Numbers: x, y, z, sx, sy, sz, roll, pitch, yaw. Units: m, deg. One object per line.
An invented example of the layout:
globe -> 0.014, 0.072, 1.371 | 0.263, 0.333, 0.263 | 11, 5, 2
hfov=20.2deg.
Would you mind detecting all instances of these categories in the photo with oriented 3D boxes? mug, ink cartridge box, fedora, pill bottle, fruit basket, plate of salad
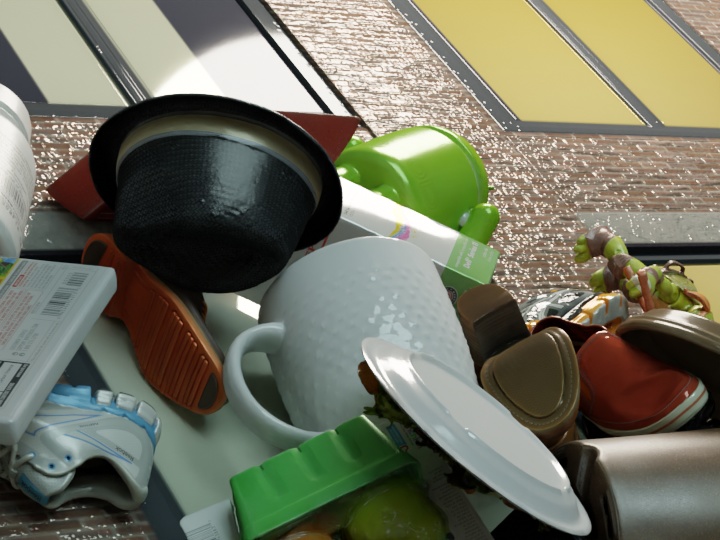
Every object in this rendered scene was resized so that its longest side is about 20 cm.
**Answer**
mug -> -0.008, 0.086, 1.507 | 0.199, 0.148, 0.176 | 2, 47, -28
ink cartridge box -> 0.000, 0.000, 1.668 | 0.199, 0.117, 0.067 | 25, 32, 0
fedora -> -0.116, -0.044, 1.529 | 0.200, 0.201, 0.092 | 19, 49, -9
pill bottle -> -0.308, -0.063, 1.549 | 0.114, 0.115, 0.200 | 17, 32, -12
fruit basket -> 0.001, 0.208, 1.353 | 0.185, 0.094, 0.200 | -25, 62, -13
plate of salad -> 0.073, 0.118, 1.366 | 0.200, 0.048, 0.200 | 38, 9, -7

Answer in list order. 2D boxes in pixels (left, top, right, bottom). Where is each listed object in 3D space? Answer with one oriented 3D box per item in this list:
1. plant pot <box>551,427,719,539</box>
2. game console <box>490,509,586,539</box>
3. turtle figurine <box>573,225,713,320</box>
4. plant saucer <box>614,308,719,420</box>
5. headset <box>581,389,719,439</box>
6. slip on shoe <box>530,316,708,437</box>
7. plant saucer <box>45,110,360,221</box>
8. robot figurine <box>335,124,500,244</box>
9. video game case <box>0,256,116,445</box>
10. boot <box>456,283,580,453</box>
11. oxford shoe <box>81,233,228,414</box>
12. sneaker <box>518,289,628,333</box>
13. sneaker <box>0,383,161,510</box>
plant pot -> 0.241, 0.202, 1.477 | 0.197, 0.201, 0.201 | 1, 37, -20
game console -> 0.090, 0.257, 1.347 | 0.119, 0.172, 0.200 | 31, 17, -49
turtle figurine -> 0.265, 0.016, 1.825 | 0.161, 0.064, 0.200 | 37, -1, 44
plant saucer -> 0.295, 0.087, 1.603 | 0.200, 0.030, 0.200 | 30, -13, 7
headset -> 0.249, 0.120, 1.654 | 0.123, 0.094, 0.200 | 28, 9, -2
slip on shoe -> 0.196, 0.082, 1.592 | 0.061, 0.074, 0.200 | 55, -15, -28
plant saucer -> -0.129, -0.080, 1.665 | 0.199, 0.199, 0.037 | 2, 71, -34
robot figurine -> 0.037, -0.065, 1.796 | 0.175, 0.116, 0.200 | 26, 28, 26
video game case -> -0.281, 0.046, 1.359 | 0.181, 0.023, 0.200 | 6, 31, 11
boot -> 0.142, 0.112, 1.555 | 0.073, 0.155, 0.200 | -24, 29, 0
oxford shoe -> -0.140, 0.036, 1.562 | 0.073, 0.071, 0.200 | 1, 37, -41
sneaker -> 0.149, 0.064, 1.734 | 0.077, 0.079, 0.200 | 17, 23, 37
sneaker -> -0.231, 0.117, 1.375 | 0.199, 0.075, 0.087 | 12, 42, -16
